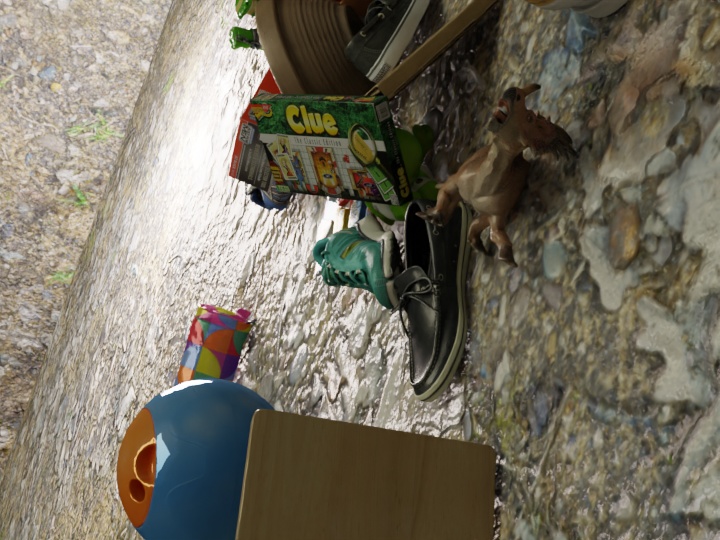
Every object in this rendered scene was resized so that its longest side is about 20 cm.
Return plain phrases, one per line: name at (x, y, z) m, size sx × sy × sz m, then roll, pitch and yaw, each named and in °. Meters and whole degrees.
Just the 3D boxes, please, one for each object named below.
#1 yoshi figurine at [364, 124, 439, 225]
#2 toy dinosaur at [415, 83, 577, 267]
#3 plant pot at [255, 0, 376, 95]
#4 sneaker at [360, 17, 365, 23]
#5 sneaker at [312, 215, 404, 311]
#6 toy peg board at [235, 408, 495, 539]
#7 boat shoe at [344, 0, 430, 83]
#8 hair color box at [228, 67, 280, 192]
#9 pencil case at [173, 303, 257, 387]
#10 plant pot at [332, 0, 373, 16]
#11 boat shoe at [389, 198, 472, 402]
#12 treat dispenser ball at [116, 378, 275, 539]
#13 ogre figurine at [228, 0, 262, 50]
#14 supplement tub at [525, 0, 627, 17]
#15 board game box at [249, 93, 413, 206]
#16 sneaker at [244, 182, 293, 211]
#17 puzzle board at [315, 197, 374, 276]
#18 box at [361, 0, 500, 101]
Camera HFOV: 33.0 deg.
yoshi figurine at (0.023, -0.113, 1.263) m, size 0.113 × 0.111 × 0.200 m, roll -64°, pitch 24°, yaw 3°
toy dinosaur at (0.119, -0.085, 1.042) m, size 0.136 × 0.085 × 0.200 m, roll -61°, pitch 5°, yaw 2°
plant pot at (-0.033, -0.241, 1.408) m, size 0.092 × 0.201 × 0.202 m, roll -23°, pitch 41°, yaw 16°
sneaker at (-0.033, -0.270, 1.562) m, size 0.201 × 0.079 × 0.074 m, roll -66°, pitch 23°, yaw 19°
sneaker at (0.000, 0.000, 1.243) m, size 0.200 × 0.079 × 0.078 m, roll -137°, pitch 33°, yaw -72°
toy peg board at (-0.004, 0.234, 0.957) m, size 0.098 × 0.197 × 0.202 m, roll 113°, pitch 165°, yaw -60°
boat shoe at (0.033, -0.280, 1.363) m, size 0.069 × 0.056 × 0.201 m, roll -52°, pitch 10°, yaw 38°
hair color box at (-0.106, -0.216, 1.617) m, size 0.111 × 0.063 × 0.201 m, roll 110°, pitch -179°, yaw -49°
pencil case at (-0.210, 0.145, 1.683) m, size 0.088 × 0.088 × 0.202 m, roll 19°, pitch 90°, yaw 69°
plant pot at (-0.005, -0.399, 1.460) m, size 0.201 × 0.198 × 0.141 m, roll -101°, pitch 19°, yaw -51°
boat shoe at (0.061, 0.023, 1.120) m, size 0.075 × 0.062 × 0.202 m, roll -32°, pitch 46°, yaw 57°
treat dispenser ball at (-0.170, 0.222, 1.348) m, size 0.201 × 0.199 × 0.202 m, roll -50°, pitch 30°, yaw 44°
ogre figurine at (-0.128, -0.414, 1.857) m, size 0.098 × 0.119 × 0.201 m, roll -45°, pitch 35°, yaw 43°
supplement tub at (0.135, -0.300, 0.993) m, size 0.145 × 0.199 × 0.146 m, roll -50°, pitch 30°, yaw 43°
board game box at (-0.032, -0.122, 1.201) m, size 0.199 × 0.023 × 0.106 m, roll 10°, pitch 121°, yaw 50°
sneaker at (-0.139, -0.134, 1.732) m, size 0.200 × 0.076 × 0.086 m, roll -138°, pitch 63°, yaw -68°
puzzle board at (-0.014, -0.109, 1.475) m, size 0.151 × 0.017 × 0.202 m, roll -38°, pitch 39°, yaw 56°
box at (0.043, -0.198, 1.242) m, size 0.200 × 0.021 × 0.163 m, roll -45°, pitch 6°, yaw -33°
